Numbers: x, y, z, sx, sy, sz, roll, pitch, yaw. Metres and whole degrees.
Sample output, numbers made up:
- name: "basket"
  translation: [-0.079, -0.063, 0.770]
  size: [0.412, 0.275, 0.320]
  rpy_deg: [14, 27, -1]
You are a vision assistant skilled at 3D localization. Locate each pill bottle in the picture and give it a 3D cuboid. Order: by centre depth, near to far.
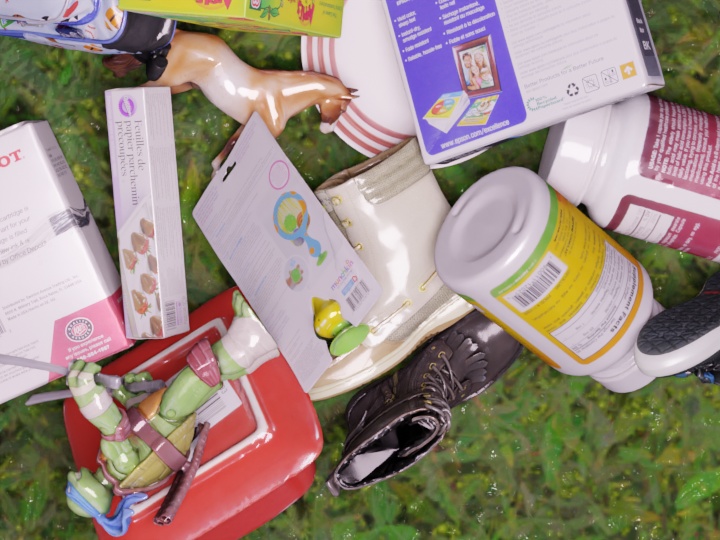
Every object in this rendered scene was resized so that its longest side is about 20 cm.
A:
- name: "pill bottle"
  translation: [0.162, 0.015, 1.270]
  size: [0.200, 0.111, 0.111]
  rpy_deg: [37, 96, -31]
- name: "pill bottle"
  translation: [0.250, -0.077, 1.283]
  size: [0.199, 0.114, 0.115]
  rpy_deg: [17, 97, -2]

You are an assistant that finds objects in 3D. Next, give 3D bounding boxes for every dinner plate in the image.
- name: "dinner plate"
  translation: [0.051, -0.185, 1.316]
  size: [0.199, 0.024, 0.201]
  rpy_deg: [0, 96, 1]

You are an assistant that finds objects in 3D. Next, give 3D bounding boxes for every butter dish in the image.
- name: "butter dish"
  translation: [-0.117, 0.149, 1.301]
  size: [0.199, 0.200, 0.148]
  rpy_deg: [-32, 138, 5]

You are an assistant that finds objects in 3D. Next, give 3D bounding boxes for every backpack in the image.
- name: "backpack"
  translation: [-0.242, -0.258, 1.237]
  size: [0.190, 0.154, 0.201]
  rpy_deg: [8, 93, 33]

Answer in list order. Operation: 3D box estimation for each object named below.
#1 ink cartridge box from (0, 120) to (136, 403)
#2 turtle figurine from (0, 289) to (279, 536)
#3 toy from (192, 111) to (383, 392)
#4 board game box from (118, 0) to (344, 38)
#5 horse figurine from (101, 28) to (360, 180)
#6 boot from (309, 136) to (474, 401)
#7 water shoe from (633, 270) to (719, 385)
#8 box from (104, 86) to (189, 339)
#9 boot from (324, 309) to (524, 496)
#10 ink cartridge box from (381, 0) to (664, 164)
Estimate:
- name: "ink cartridge box"
  translation: [-0.287, -0.007, 1.308]
  size: [0.144, 0.084, 0.201]
  rpy_deg: [-23, 97, 3]
- name: "turtle figurine"
  translation: [-0.168, 0.075, 1.189]
  size: [0.194, 0.144, 0.200]
  rpy_deg: [-36, 51, -7]
- name: "toy"
  translation: [-0.050, -0.016, 1.258]
  size: [0.115, 0.047, 0.200]
  rpy_deg: [-54, 53, 30]
- name: "board game box"
  translation: [-0.093, -0.210, 1.213]
  size: [0.101, 0.200, 0.048]
  rpy_deg: [7, 96, 18]
- name: "horse figurine"
  translation: [-0.118, -0.140, 1.299]
  size: [0.200, 0.050, 0.133]
  rpy_deg: [32, 114, -3]
- name: "boot"
  translation: [0.000, 0.000, 1.304]
  size: [0.200, 0.072, 0.155]
  rpy_deg: [-34, 106, -2]
- name: "water shoe"
  translation: [0.286, 0.060, 1.268]
  size: [0.071, 0.200, 0.079]
  rpy_deg: [1, 109, 39]
- name: "box"
  translation: [-0.170, -0.046, 1.271]
  size: [0.039, 0.041, 0.201]
  rpy_deg: [-1, 97, 26]
- name: "boot"
  translation: [0.060, 0.104, 1.275]
  size: [0.200, 0.174, 0.069]
  rpy_deg: [-38, 95, 5]
- name: "ink cartridge box"
  translation: [0.114, -0.205, 1.232]
  size: [0.198, 0.043, 0.201]
  rpy_deg: [-17, 86, 30]
